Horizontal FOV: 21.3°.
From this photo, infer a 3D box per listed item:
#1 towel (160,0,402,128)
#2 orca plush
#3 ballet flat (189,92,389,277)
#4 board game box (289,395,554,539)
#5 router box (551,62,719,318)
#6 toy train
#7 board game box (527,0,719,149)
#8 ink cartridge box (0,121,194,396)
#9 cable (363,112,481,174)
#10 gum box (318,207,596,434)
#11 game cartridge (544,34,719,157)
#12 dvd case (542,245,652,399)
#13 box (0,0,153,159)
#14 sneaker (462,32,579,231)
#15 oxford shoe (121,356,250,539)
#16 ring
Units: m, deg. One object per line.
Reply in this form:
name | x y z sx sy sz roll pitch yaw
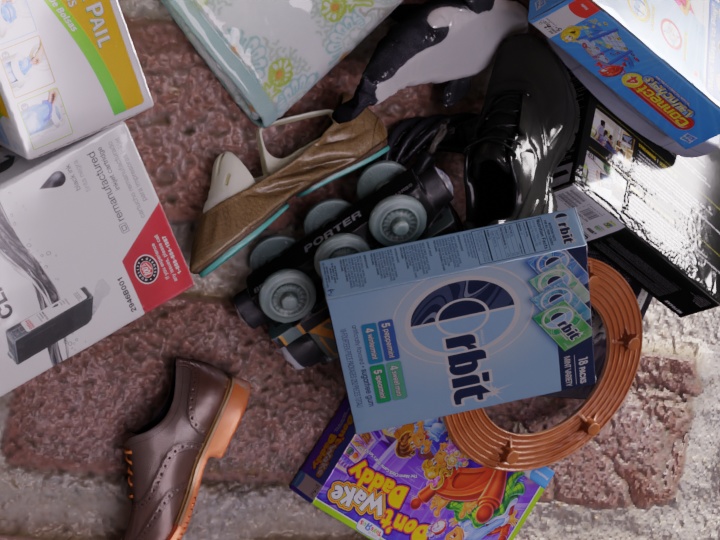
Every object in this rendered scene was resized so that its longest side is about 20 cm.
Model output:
towel | -0.070 -0.236 1.459 0.171 0.048 0.200 -43 118 -11
orca plush | 0.045 -0.180 1.530 0.200 0.071 0.105 -40 146 -24
ballet flat | -0.068 -0.076 1.498 0.200 0.068 0.072 -35 96 -16
board game box | 0.055 0.179 1.633 0.200 0.045 0.135 34 86 -30
router box | 0.239 -0.074 1.625 0.200 0.051 0.150 36 53 -30
toy train | 0.000 0.000 1.515 0.200 0.085 0.114 -34 120 7
board game box | 0.229 -0.233 1.553 0.196 0.056 0.201 34 49 -30
ink cartridge box | -0.245 -0.010 1.403 0.199 0.084 0.145 -30 116 -18
cable | 0.078 -0.030 1.589 0.163 0.051 0.201 -14 110 -24
gum box | 0.079 0.042 1.485 0.199 0.045 0.170 -12 138 0
game cartridge | 0.230 -0.185 1.598 0.200 0.041 0.134 35 44 -29
dvd case | 0.170 0.040 1.636 0.199 0.016 0.149 7 112 -41
box | -0.239 -0.195 1.343 0.101 0.112 0.201 -26 112 -20
sneaker | 0.121 -0.098 1.502 0.091 0.076 0.201 31 58 -54
oxford shoe | -0.162 0.164 1.511 0.073 0.071 0.201 28 82 -13
ring | 0.157 0.082 1.607 0.200 0.019 0.201 -12 117 -25
